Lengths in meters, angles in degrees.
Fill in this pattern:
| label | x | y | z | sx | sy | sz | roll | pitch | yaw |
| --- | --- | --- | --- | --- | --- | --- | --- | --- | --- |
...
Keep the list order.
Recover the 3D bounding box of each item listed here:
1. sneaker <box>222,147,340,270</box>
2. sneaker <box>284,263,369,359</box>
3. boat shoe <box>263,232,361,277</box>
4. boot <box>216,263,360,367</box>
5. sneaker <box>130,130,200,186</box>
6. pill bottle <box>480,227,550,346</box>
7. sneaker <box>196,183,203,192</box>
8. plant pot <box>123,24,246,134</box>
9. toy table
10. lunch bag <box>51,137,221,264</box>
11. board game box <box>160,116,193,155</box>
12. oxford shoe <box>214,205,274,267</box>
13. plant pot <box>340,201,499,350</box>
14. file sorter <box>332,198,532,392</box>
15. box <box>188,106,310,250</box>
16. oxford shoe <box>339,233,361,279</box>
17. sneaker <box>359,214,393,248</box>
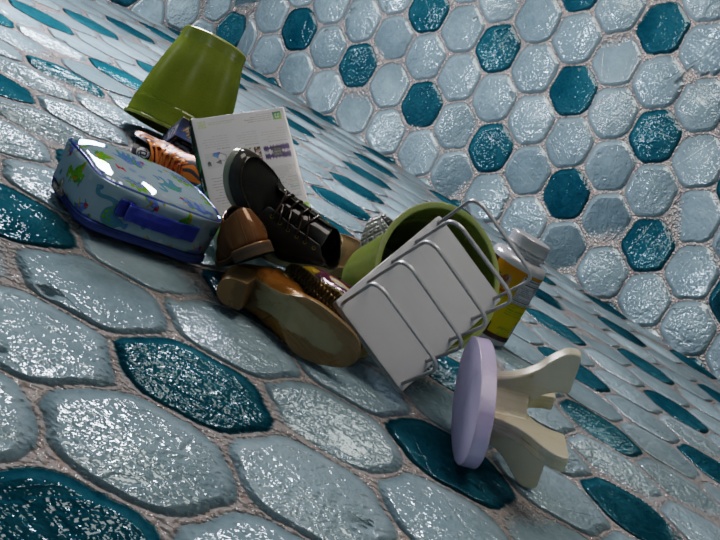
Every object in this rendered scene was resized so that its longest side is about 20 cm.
| label | x | y | z | sx | sy | sz | roll | pitch | yaw |
| --- | --- | --- | --- | --- | --- | --- | --- | --- | --- |
| sneaker | -0.094 | -0.080 | 1.301 | 0.105 | 0.076 | 0.201 | 14 | -27 | 34 |
| sneaker | -0.025 | 0.052 | 1.352 | 0.089 | 0.076 | 0.200 | 10 | 23 | -43 |
| boat shoe | -0.058 | -0.031 | 1.550 | 0.197 | 0.073 | 0.064 | 5 | -12 | -37 |
| boot | -0.080 | 0.045 | 1.259 | 0.199 | 0.072 | 0.144 | 27 | 12 | 4 |
| sneaker | -0.304 | -0.160 | 1.580 | 0.111 | 0.079 | 0.199 | 15 | 8 | -37 |
| pill bottle | 0.264 | 0.028 | 1.838 | 0.108 | 0.202 | 0.109 | 28 | 11 | -6 |
| sneaker | -0.184 | -0.087 | 1.502 | 0.081 | 0.197 | 0.131 | 63 | -22 | 14 |
| plant pot | -0.306 | -0.337 | 1.869 | 0.198 | 0.196 | 0.200 | 26 | -2 | 1 |
| toy table | 0.178 | 0.162 | 1.186 | 0.115 | 0.186 | 0.201 | 13 | 35 | -2 |
| lunch bag | -0.283 | -0.087 | 1.276 | 0.198 | 0.083 | 0.161 | 20 | 15 | -42 |
| board game box | -0.270 | -0.203 | 1.734 | 0.134 | 0.035 | 0.200 | 27 | -9 | -17 |
| oxford shoe | -0.152 | -0.045 | 1.285 | 0.070 | 0.073 | 0.200 | -19 | 1 | -18 |
| plant pot | 0.064 | 0.015 | 1.427 | 0.198 | 0.203 | 0.189 | 24 | -14 | -24 |
| file sorter | 0.096 | 0.026 | 1.248 | 0.140 | 0.199 | 0.124 | 52 | -28 | -2 |
| box | -0.155 | -0.130 | 1.436 | 0.142 | 0.036 | 0.203 | -9 | 70 | -17 |
| oxford shoe | 0.000 | 0.000 | 1.643 | 0.197 | 0.071 | 0.075 | 26 | 18 | -12 |
| sneaker | 0.052 | 0.011 | 1.591 | 0.087 | 0.073 | 0.204 | 30 | 43 | -77 |
